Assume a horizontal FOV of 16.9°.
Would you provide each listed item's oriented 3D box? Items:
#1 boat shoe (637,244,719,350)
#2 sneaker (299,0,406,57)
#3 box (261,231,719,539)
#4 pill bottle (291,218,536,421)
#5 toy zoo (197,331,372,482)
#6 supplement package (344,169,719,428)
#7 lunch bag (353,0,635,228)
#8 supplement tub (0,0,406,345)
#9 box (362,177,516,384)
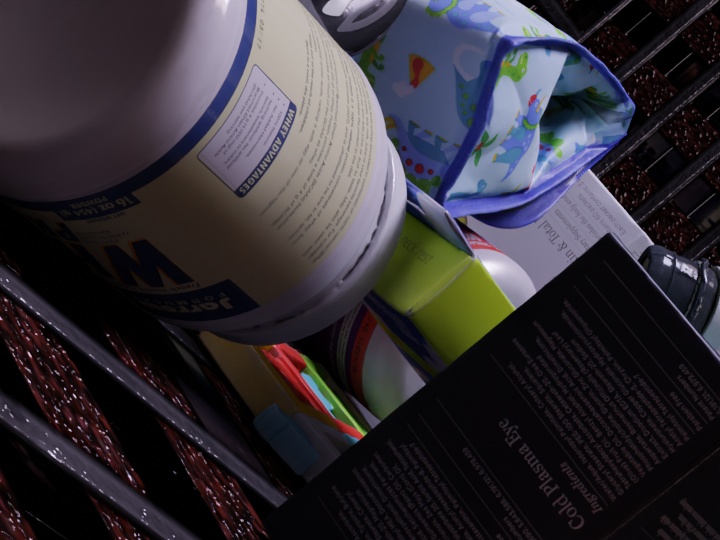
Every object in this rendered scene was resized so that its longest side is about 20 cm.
[{"bbox_3d":[0.144,0.061,1.407,0.060,0.200,0.076,24,32,-12],"label":"boat shoe"},{"bbox_3d":[-0.042,-0.145,1.092,0.200,0.083,0.071,17,55,-48],"label":"sneaker"},{"bbox_3d":[0.091,0.109,0.998,0.104,0.182,0.200,52,4,32],"label":"box"},{"bbox_3d":[0.000,0.000,1.349,0.200,0.112,0.112,39,-3,40],"label":"pill bottle"},{"bbox_3d":[-0.015,0.085,1.193,0.131,0.020,0.200,51,4,19],"label":"toy zoo"},{"bbox_3d":[0.096,0.037,1.511,0.151,0.200,0.152,45,6,-44],"label":"supplement package"},{"bbox_3d":[0.040,-0.110,1.322,0.170,0.127,0.200,31,20,23],"label":"lunch bag"},{"bbox_3d":[-0.076,-0.061,1.020,0.145,0.145,0.200,53,5,35],"label":"supplement tub"},{"bbox_3d":[0.056,0.042,1.137,0.200,0.048,0.122,52,-6,-26],"label":"box"}]
